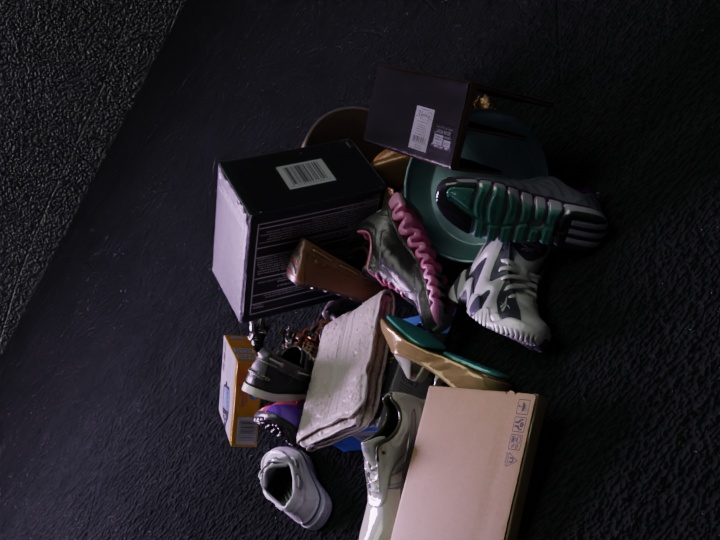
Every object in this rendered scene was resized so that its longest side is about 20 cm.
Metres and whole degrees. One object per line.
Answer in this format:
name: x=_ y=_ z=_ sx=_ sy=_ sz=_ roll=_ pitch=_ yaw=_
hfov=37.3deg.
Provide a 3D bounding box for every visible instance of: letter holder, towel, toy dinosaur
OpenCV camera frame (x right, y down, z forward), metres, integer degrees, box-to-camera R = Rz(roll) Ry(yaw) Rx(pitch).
letter holder: x=0.120 y=-0.181 z=1.303 sx=0.200 sy=0.142 sz=0.101 roll=28 pitch=109 yaw=56
towel: x=-0.019 y=0.126 z=1.350 sx=0.132 sy=0.034 sz=0.200 roll=-31 pitch=36 yaw=41
toy dinosaur: x=-0.112 y=0.138 z=1.580 sx=0.200 sy=0.102 sz=0.136 roll=-39 pitch=42 yaw=-2

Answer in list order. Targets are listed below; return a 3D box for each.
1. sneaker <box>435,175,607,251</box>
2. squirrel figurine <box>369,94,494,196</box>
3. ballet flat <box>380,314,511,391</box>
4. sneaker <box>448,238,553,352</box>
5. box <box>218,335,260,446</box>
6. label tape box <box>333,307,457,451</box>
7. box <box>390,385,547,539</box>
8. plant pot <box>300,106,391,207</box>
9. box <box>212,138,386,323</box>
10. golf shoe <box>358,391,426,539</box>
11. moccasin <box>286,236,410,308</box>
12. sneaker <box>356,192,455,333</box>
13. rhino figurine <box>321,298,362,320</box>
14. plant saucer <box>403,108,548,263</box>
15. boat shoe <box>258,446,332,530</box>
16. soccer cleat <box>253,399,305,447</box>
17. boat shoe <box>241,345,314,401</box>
sneaker: x=0.185 y=-0.079 z=1.239 sx=0.088 sy=0.200 sz=0.074 roll=-79 pitch=4 yaw=-51
squirrel figurine: x=0.119 y=-0.166 z=1.527 sx=0.200 sy=0.142 sz=0.187 roll=-24 pitch=27 yaw=24
ballet flat: x=0.086 y=0.114 z=1.248 sx=0.200 sy=0.069 sz=0.063 roll=28 pitch=99 yaw=43
sneaker: x=0.183 y=0.008 z=1.238 sx=0.130 sy=0.079 sz=0.199 roll=-62 pitch=16 yaw=6
box: x=-0.174 y=0.166 z=1.528 sx=0.200 sy=0.041 sz=0.119 roll=-140 pitch=55 yaw=-76
label tape box: x=0.030 y=0.128 z=1.376 sx=0.144 sy=0.063 sz=0.200 roll=-16 pitch=47 yaw=52
box: x=0.109 y=0.222 z=1.125 sx=0.163 sy=0.021 sz=0.200 roll=-2 pitch=68 yaw=51
plant pot: x=-0.035 y=-0.136 z=1.691 sx=0.187 sy=0.187 sz=0.200 roll=-66 pitch=15 yaw=-21
box: x=-0.090 y=-0.055 z=1.462 sx=0.123 sy=0.200 sz=0.199 roll=56 pitch=148 yaw=39
golf shoe: x=0.026 y=0.234 z=1.225 sx=0.078 sy=0.097 sz=0.200 roll=-10 pitch=53 yaw=53
moccasin: x=-0.001 y=-0.001 z=1.422 sx=0.078 sy=0.201 sz=0.074 roll=-68 pitch=25 yaw=11
sneaker: x=0.052 y=0.001 z=1.351 sx=0.095 sy=0.079 sz=0.200 roll=-27 pitch=59 yaw=12
rhino figurine: x=-0.032 y=0.022 z=1.584 sx=0.200 sy=0.087 sz=0.060 roll=-103 pitch=25 yaw=-55
plant saucer: x=0.153 y=-0.108 z=1.382 sx=0.200 sy=0.036 sz=0.200 roll=-2 pitch=85 yaw=28
boat shoe: x=-0.099 y=0.274 z=1.421 sx=0.074 sy=0.067 sz=0.200 roll=-58 pitch=26 yaw=-5
soccer cleat: x=-0.095 y=0.190 z=1.434 sx=0.073 sy=0.068 sz=0.200 roll=-58 pitch=-7 yaw=-10
boat shoe: x=-0.079 y=0.135 z=1.428 sx=0.072 sy=0.200 sz=0.068 roll=14 pitch=92 yaw=30
